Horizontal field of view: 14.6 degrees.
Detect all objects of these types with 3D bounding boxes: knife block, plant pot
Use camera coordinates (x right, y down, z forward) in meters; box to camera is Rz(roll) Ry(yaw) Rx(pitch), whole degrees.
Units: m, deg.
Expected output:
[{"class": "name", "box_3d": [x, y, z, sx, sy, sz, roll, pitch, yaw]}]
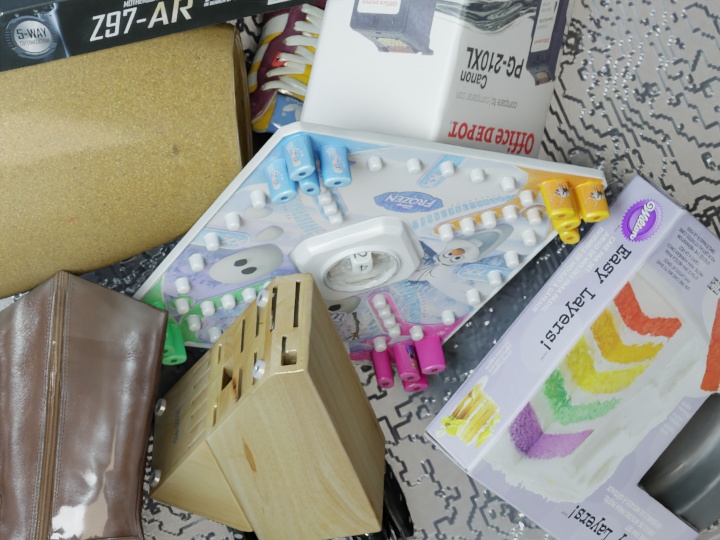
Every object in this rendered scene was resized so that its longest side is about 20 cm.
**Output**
[{"class": "knife block", "box_3d": [-0.015, 0.100, 1.497, 0.175, 0.064, 0.200, 20, 138, -23]}, {"class": "plant pot", "box_3d": [-0.158, -0.071, 1.437, 0.199, 0.186, 0.187, -4, 98, 2]}]

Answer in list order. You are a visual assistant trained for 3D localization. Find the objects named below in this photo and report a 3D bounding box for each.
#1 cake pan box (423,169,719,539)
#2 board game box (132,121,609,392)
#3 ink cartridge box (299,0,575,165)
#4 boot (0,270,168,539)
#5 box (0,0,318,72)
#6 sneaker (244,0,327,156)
[{"class": "cake pan box", "box_3d": [0.154, 0.069, 1.533, 0.184, 0.052, 0.200, -48, 134, 2]}, {"class": "board game box", "box_3d": [0.000, 0.000, 1.464, 0.199, 0.200, 0.026, 7, 54, -33]}, {"class": "ink cartridge box", "box_3d": [0.053, -0.155, 1.482, 0.084, 0.145, 0.201, 16, 96, 26]}, {"class": "boot", "box_3d": [-0.189, 0.103, 1.416, 0.186, 0.064, 0.201, -1, 83, 3]}, {"class": "box", "box_3d": [-0.120, -0.188, 1.413, 0.199, 0.044, 0.160, -14, 55, -21]}, {"class": "sneaker", "box_3d": [-0.028, -0.100, 1.517, 0.075, 0.090, 0.201, 17, 96, -7]}]
